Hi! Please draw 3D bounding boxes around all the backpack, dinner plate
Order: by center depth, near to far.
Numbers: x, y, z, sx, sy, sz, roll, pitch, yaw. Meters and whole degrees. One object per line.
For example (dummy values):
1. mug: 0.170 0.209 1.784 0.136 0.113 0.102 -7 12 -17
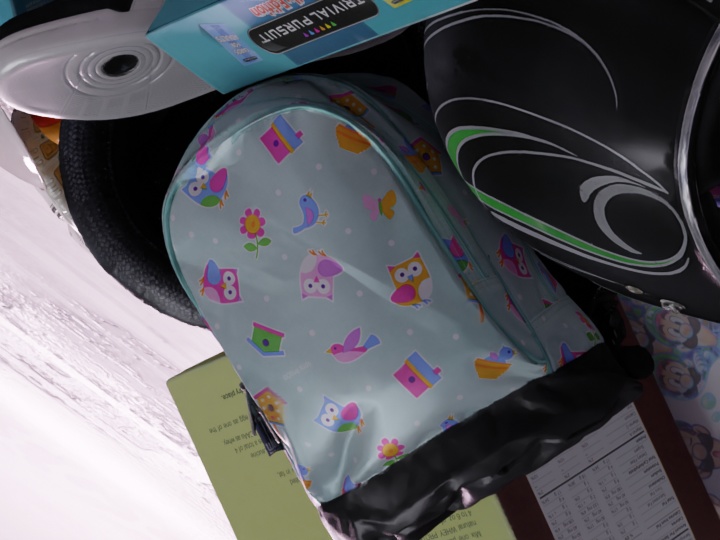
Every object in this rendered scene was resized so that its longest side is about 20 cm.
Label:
1. backpack: 0.008 0.007 1.049 0.201 0.166 0.127 58 -165 2
2. dinner plate: -0.245 -0.124 1.414 0.200 0.024 0.200 53 173 10

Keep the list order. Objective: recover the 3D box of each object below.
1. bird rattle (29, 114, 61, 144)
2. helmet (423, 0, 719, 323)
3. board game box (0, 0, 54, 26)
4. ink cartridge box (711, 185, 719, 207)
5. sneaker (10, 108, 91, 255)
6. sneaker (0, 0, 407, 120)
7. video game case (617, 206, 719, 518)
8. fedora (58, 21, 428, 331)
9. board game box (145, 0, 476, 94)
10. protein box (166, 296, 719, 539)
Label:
1. bird rattle: -0.164 -0.098 1.407 0.200 0.113 0.163 40 172 -21
2. helmet: 0.118 -0.084 0.978 0.190 0.200 0.200 30 167 47
3. board game box: -0.210 -0.147 1.204 0.199 0.151 0.047 -5 109 30
4. ink cartridge box: 0.238 0.011 1.244 0.119 0.042 0.200 5 150 46
5. sneaker: -0.167 -0.042 1.559 0.087 0.076 0.200 6 149 43
6. sneaker: -0.081 -0.140 1.114 0.199 0.112 0.073 -12 155 -15
7. video game case: 0.177 0.064 1.220 0.181 0.024 0.201 21 125 22
8. fedora: -0.049 -0.059 1.179 0.200 0.201 0.092 27 165 0
9. board game box: 0.007 -0.160 0.984 0.047 0.151 0.200 36 158 -22
10. protein box: 0.043 0.100 1.231 0.198 0.135 0.201 -23 92 48
